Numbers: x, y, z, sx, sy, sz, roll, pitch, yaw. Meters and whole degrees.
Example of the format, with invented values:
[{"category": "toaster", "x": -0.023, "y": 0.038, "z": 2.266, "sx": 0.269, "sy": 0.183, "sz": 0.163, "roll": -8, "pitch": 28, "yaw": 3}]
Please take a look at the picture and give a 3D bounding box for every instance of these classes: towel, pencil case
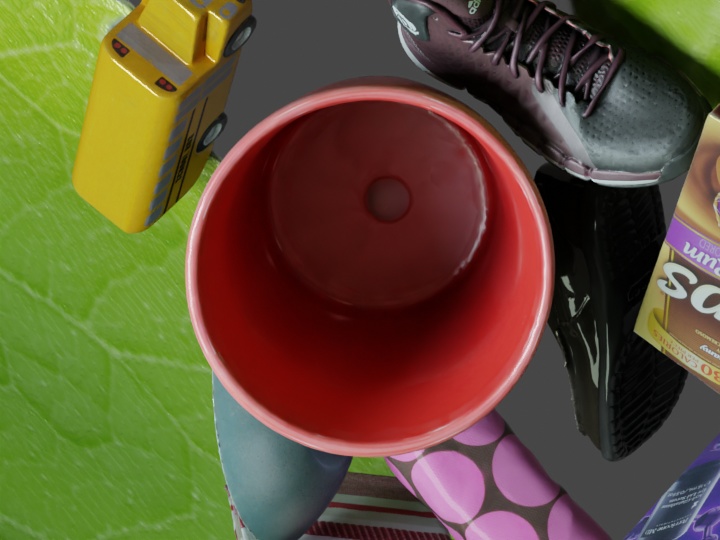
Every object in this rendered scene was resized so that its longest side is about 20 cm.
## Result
[{"category": "towel", "x": -0.008, "y": 0.180, "z": 1.879, "sx": 0.200, "sy": 0.143, "sz": 0.023, "roll": -108, "pitch": 26, "yaw": -66}, {"category": "pencil case", "x": 0.085, "y": 0.148, "z": 1.860, "sx": 0.200, "sy": 0.091, "sz": 0.094, "roll": 51, "pitch": 180, "yaw": -3}]

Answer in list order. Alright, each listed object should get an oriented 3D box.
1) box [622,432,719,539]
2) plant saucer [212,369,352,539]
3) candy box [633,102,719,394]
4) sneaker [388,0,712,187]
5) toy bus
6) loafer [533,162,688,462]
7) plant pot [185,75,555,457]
[{"category": "box", "x": 0.219, "y": 0.173, "z": 1.596, "sx": 0.148, "sy": 0.200, "sz": 0.104, "roll": -10, "pitch": 118, "yaw": 55}, {"category": "plant saucer", "x": -0.035, "y": 0.071, "z": 1.830, "sx": 0.039, "sy": 0.201, "sz": 0.202, "roll": -1, "pitch": 130, "yaw": 22}, {"category": "candy box", "x": 0.219, "y": -0.005, "z": 1.533, "sx": 0.117, "sy": 0.056, "sz": 0.200, "roll": 36, "pitch": 150, "yaw": 17}, {"category": "sneaker", "x": 0.082, "y": -0.114, "z": 1.519, "sx": 0.200, "sy": 0.076, "sz": 0.116, "roll": 27, "pitch": 172, "yaw": 31}, {"category": "toy bus", "x": -0.124, "y": -0.110, "z": 1.817, "sx": 0.065, "sy": 0.078, "sz": 0.200, "roll": 40, "pitch": 149, "yaw": 11}, {"category": "loafer", "x": 0.135, "y": 0.015, "z": 1.657, "sx": 0.071, "sy": 0.073, "sz": 0.201, "roll": 25, "pitch": 134, "yaw": 39}, {"category": "plant pot", "x": 0.009, "y": -0.020, "z": 1.617, "sx": 0.201, "sy": 0.200, "sz": 0.177, "roll": 53, "pitch": -169, "yaw": -10}]
